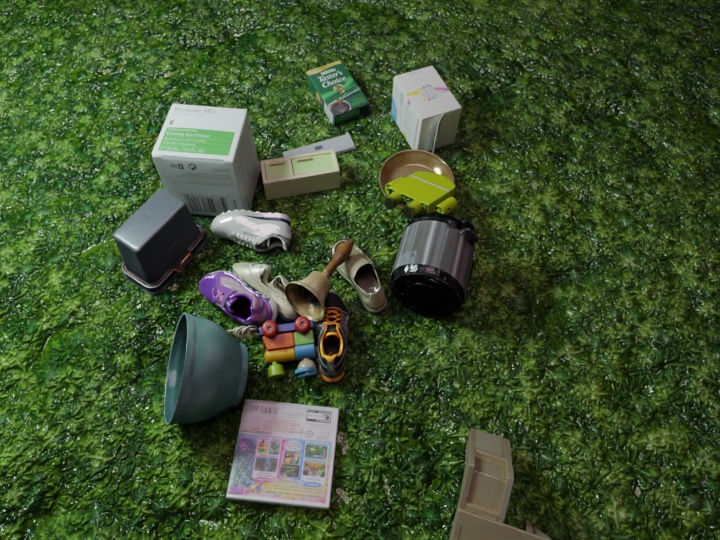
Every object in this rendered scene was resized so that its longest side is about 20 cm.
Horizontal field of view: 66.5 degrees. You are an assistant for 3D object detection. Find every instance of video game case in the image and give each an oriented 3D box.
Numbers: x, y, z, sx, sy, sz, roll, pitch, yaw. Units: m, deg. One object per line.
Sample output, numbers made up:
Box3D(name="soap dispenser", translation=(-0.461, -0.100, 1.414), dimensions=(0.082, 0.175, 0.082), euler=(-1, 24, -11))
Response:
Box3D(name="video game case", translation=(-0.144, 0.349, 1.054), dimensions=(0.192, 0.024, 0.188), euler=(5, 58, 1))

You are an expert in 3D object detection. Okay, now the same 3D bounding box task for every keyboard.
Box3D(name="keyboard", translation=(-0.111, -0.325, 1.483), dimensions=(0.193, 0.011, 0.057), euler=(-19, 55, -13))

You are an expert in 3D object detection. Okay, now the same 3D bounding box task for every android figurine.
Box3D(name="android figurine", translation=(0.148, -0.183, 1.311), dimensions=(0.179, 0.042, 0.198), euler=(27, 41, 30))

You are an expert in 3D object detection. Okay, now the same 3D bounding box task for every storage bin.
Box3D(name="storage bin", translation=(-0.452, -0.071, 1.241), dimensions=(0.142, 0.136, 0.202), euler=(28, 62, 16))

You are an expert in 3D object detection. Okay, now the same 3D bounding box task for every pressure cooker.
Box3D(name="pressure cooker", translation=(0.164, -0.028, 1.204), dimensions=(0.169, 0.181, 0.205), euler=(12, 58, 10))

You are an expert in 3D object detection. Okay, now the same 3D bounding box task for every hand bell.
Box3D(name="hand bell", translation=(-0.070, 0.000, 1.193), dimensions=(0.102, 0.106, 0.202), euler=(25, 53, 14))

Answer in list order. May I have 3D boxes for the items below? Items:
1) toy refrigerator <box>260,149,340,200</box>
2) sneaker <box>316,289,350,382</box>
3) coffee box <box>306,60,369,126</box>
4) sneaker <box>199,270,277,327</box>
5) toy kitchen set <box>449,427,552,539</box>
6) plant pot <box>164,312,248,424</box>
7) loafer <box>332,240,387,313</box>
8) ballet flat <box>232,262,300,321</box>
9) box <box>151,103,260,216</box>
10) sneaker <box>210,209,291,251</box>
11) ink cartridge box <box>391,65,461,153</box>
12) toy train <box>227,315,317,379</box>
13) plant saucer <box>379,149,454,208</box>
Box3D(name="toy refrigerator", translation=(-0.153, -0.246, 1.396), dimensions=(0.192, 0.071, 0.078), euler=(-11, 58, -7))
Box3D(name="sneaker", translation=(-0.058, 0.127, 1.163), dimensions=(0.075, 0.078, 0.206), euler=(-4, 57, -2))
Box3D(name="coffee box", translation=(-0.068, -0.512, 1.578), dimensions=(0.119, 0.045, 0.204), euler=(-21, 61, -14))
Box3D(name="sneaker", translation=(-0.273, 0.061, 1.174), dimensions=(0.195, 0.088, 0.083), euler=(24, 101, 20))
Box3D(name="toy kitchen set", translation=(0.250, 0.433, 0.984), dimensions=(0.157, 0.180, 0.208), euler=(14, 97, 11))
Box3D(name="plant pot", translation=(-0.294, 0.195, 1.063), dimensions=(0.130, 0.201, 0.206), euler=(11, 53, -26))
Box3D(name="loafer", translation=(0.000, 0.000, 1.247), dimensions=(0.074, 0.069, 0.202), euler=(-28, 63, -18))
Box3D(name="ballet flat", translation=(-0.202, 0.027, 1.223), dimensions=(0.198, 0.070, 0.069), euler=(39, 64, 15))
Box3D(name="box", translation=(-0.360, -0.259, 1.321), dimensions=(0.191, 0.203, 0.176), euler=(4, 55, 3))
Box3D(name="sneaker", translation=(-0.259, -0.089, 1.297), dimensions=(0.191, 0.077, 0.084), euler=(-1, 67, 0))
Box3D(name="ink cartridge box", translation=(0.178, -0.421, 1.479), dimensions=(0.121, 0.130, 0.204), euler=(-19, 61, -13))
Box3D(name="toy train", translation=(-0.184, 0.171, 1.136), dimensions=(0.192, 0.085, 0.120), euler=(-7, 71, -6))
Box3D(name="plant saucer", translation=(0.143, -0.223, 1.409), dimensions=(0.192, 0.036, 0.207), euler=(1, 59, -1))
